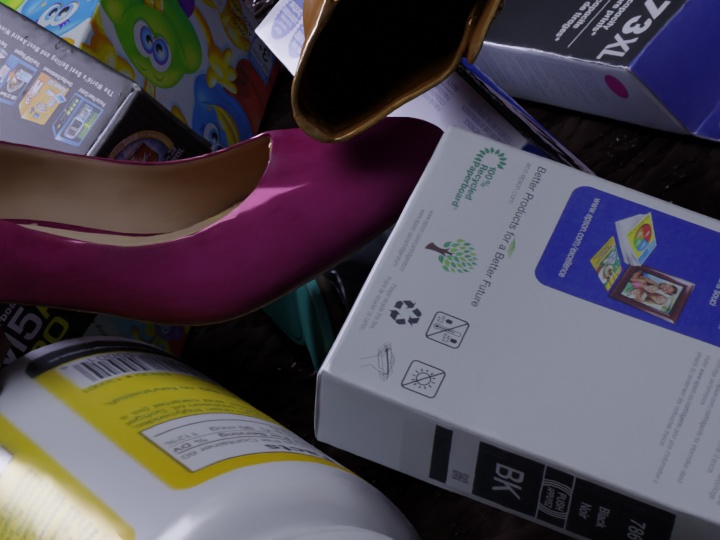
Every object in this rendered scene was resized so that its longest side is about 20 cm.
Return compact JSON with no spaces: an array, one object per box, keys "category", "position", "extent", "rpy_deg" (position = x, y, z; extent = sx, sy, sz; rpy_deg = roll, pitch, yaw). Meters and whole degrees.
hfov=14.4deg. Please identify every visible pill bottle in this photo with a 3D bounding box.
[{"category":"pill bottle","position":[-0.047,0.098,0.843],"extent":[0.114,0.114,0.200],"rpy_deg":[-44,30,-10]}]

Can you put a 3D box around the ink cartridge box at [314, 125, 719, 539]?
[{"category":"ink cartridge box","position":[0.097,0.035,0.788],"extent":[0.199,0.039,0.100],"rpy_deg":[20,54,13]}]

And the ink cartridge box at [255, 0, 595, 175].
[{"category":"ink cartridge box","position":[0.038,-0.038,0.954],"extent":[0.044,0.094,0.200],"rpy_deg":[-50,29,6]}]

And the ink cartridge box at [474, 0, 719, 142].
[{"category":"ink cartridge box","position":[0.101,-0.099,1.039],"extent":[0.095,0.037,0.200],"rpy_deg":[-47,33,-16]}]

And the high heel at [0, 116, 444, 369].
[{"category":"high heel","position":[-0.077,-0.029,0.865],"extent":[0.200,0.096,0.067],"rpy_deg":[-22,24,5]}]

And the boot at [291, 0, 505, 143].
[{"category":"boot","position":[0.051,-0.130,0.855],"extent":[0.201,0.071,0.144],"rpy_deg":[-52,11,22]}]

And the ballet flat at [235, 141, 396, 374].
[{"category":"ballet flat","position":[0.000,0.000,0.987],"extent":[0.073,0.073,0.200],"rpy_deg":[-38,24,0]}]

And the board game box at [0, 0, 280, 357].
[{"category":"board game box","position":[-0.118,-0.042,1.122],"extent":[0.103,0.105,0.200],"rpy_deg":[-18,36,29]}]

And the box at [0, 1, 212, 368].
[{"category":"box","position":[-0.163,-0.022,1.002],"extent":[0.200,0.044,0.160],"rpy_deg":[32,85,45]}]
